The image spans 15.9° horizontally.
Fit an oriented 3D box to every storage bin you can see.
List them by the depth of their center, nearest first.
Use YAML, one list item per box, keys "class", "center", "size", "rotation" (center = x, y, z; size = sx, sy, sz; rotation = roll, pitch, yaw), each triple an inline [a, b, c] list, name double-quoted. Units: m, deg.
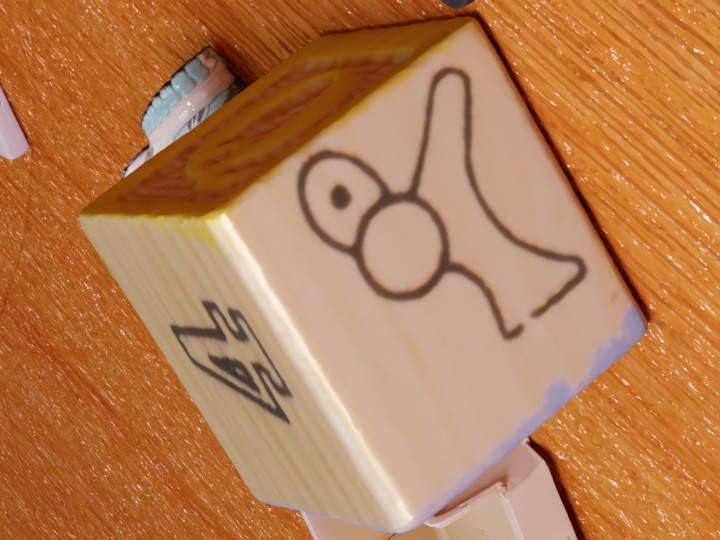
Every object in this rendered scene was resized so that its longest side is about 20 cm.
- class: "storage bin"
  center: [0.061, 0.185, 1.689]
  size: [0.198, 0.094, 0.201]
  rotation: [24, 145, 50]

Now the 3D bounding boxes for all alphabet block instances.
- class: "alphabet block"
  center: [0.000, 0.000, 1.398]
  size: [0.201, 0.195, 0.196]
  rotation: [60, 155, -16]

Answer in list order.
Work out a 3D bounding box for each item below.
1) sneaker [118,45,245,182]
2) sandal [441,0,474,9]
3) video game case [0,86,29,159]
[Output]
- class: "sneaker"
  center: [-0.102, -0.058, 1.669]
  size: [0.086, 0.078, 0.200]
  rotation: [45, 157, 10]
- class: "sandal"
  center: [0.004, -0.212, 1.259]
  size: [0.075, 0.045, 0.201]
  rotation: [22, 143, 52]
- class: "video game case"
  center: [-0.351, -0.188, 2.036]
  size: [0.200, 0.023, 0.182]
  rotation: [26, 146, 48]
